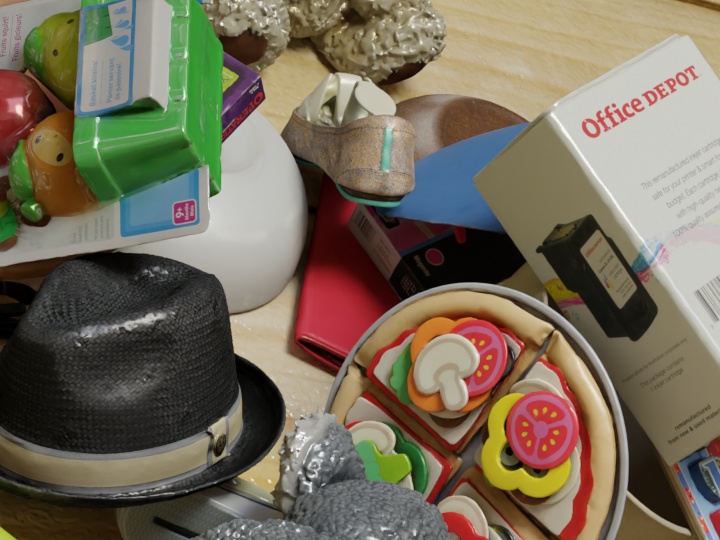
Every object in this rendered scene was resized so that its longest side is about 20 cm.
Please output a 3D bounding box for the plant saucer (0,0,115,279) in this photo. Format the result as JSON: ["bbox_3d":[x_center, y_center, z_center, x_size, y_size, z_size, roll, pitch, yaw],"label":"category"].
[{"bbox_3d":[-0.190,-0.076,1.455,0.199,0.038,0.201,-4,57,6],"label":"plant saucer"}]

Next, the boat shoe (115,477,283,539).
[{"bbox_3d":[-0.040,0.154,1.362,0.199,0.072,0.062,30,21,-14],"label":"boat shoe"}]

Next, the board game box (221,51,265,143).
[{"bbox_3d":[-0.170,-0.119,1.515,0.200,0.032,0.120,34,64,25],"label":"board game box"}]

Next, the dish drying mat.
[{"bbox_3d":[0.000,0.000,1.620,0.077,0.018,0.200,27,36,-14],"label":"dish drying mat"}]

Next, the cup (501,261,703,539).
[{"bbox_3d":[0.125,0.087,1.490,0.200,0.143,0.201,29,47,-36],"label":"cup"}]

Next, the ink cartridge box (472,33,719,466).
[{"bbox_3d":[0.181,-0.015,1.414,0.145,0.083,0.200,-29,82,-42],"label":"ink cartridge box"}]

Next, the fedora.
[{"bbox_3d":[-0.132,0.047,1.336,0.199,0.092,0.201,4,23,-2],"label":"fedora"}]

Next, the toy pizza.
[{"bbox_3d":[0.055,0.107,1.384,0.200,0.200,0.032,52,23,23],"label":"toy pizza"}]

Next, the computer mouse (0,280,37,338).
[{"bbox_3d":[-0.250,0.027,1.369,0.199,0.034,0.059,-14,57,-48],"label":"computer mouse"}]

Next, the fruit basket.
[{"bbox_3d":[-0.178,-0.086,1.384,0.199,0.094,0.186,-6,56,9],"label":"fruit basket"}]

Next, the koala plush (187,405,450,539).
[{"bbox_3d":[-0.018,0.170,1.247,0.177,0.184,0.200,43,42,10],"label":"koala plush"}]

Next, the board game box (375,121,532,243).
[{"bbox_3d":[0.109,-0.043,1.563,0.158,0.039,0.199,-30,26,-36],"label":"board game box"}]

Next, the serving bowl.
[{"bbox_3d":[-0.115,-0.068,1.565,0.199,0.066,0.201,22,37,-17],"label":"serving bowl"}]

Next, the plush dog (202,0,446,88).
[{"bbox_3d":[-0.023,-0.239,1.744,0.199,0.172,0.161,6,44,-34],"label":"plush dog"}]

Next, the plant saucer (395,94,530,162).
[{"bbox_3d":[0.102,-0.055,1.735,0.200,0.037,0.201,27,37,-22],"label":"plant saucer"}]

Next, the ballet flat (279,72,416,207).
[{"bbox_3d":[-0.004,-0.091,1.602,0.068,0.068,0.200,2,12,-19],"label":"ballet flat"}]

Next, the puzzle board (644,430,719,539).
[{"bbox_3d":[0.240,0.140,1.458,0.150,0.017,0.201,-18,82,-52],"label":"puzzle board"}]

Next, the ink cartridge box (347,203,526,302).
[{"bbox_3d":[0.096,-0.036,1.647,0.199,0.037,0.095,-24,68,-33],"label":"ink cartridge box"}]

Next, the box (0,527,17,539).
[{"bbox_3d":[-0.280,0.113,1.232,0.200,0.048,0.122,39,34,5],"label":"box"}]
